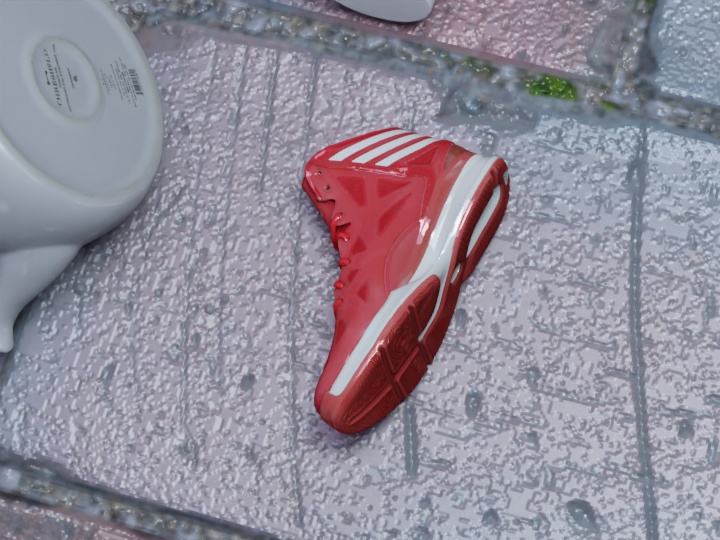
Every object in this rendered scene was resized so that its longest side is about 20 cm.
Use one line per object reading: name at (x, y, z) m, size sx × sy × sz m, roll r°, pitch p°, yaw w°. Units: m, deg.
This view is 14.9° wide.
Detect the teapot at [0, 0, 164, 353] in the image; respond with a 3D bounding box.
teapot at (-0.229, -0.092, 1.695) m, size 0.146 × 0.197 × 0.201 m, roll -27°, pitch 31°, yaw 37°

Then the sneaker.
sneaker at (0.000, 0.000, 1.677) m, size 0.115 × 0.079 × 0.201 m, roll 23°, pitch 64°, yaw 24°

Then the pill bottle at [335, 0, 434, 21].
pill bottle at (0.035, -0.265, 1.731) m, size 0.111 × 0.112 × 0.201 m, roll 14°, pitch 74°, yaw 13°
